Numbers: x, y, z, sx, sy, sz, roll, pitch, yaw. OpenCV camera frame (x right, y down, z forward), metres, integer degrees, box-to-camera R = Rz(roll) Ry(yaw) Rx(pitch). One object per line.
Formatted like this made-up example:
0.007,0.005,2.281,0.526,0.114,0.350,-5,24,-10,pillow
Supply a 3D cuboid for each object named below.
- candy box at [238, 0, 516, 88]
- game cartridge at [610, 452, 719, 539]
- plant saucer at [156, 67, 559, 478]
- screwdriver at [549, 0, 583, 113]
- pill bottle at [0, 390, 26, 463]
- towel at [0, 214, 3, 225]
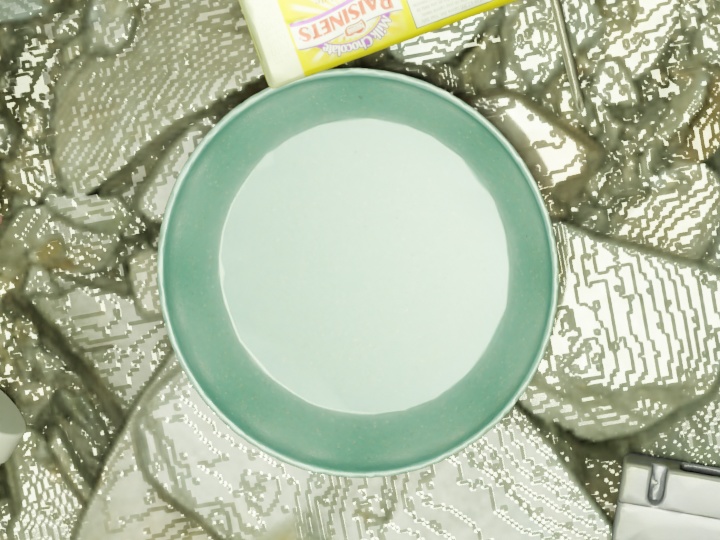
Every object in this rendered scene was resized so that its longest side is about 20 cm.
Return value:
0.033,-0.167,1.230,0.199,0.026,0.103,-19,107,4,candy box
0.217,0.169,1.278,0.198,0.038,0.131,10,103,7,game cartridge
0.000,0.000,1.283,0.198,0.036,0.202,1,99,9,plant saucer
0.080,-0.173,1.256,0.029,0.028,0.202,0,107,38,screwdriver
-0.250,0.139,1.306,0.104,0.104,0.201,36,102,2,pill bottle
-0.264,0.053,1.268,0.143,0.023,0.201,4,67,29,towel
